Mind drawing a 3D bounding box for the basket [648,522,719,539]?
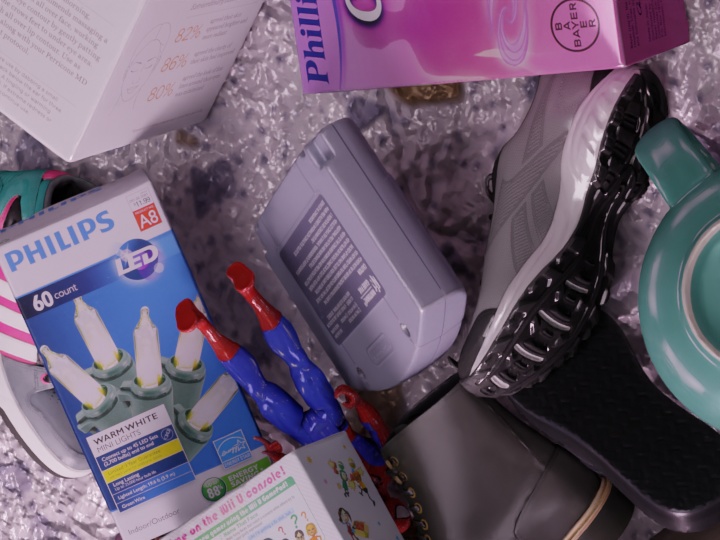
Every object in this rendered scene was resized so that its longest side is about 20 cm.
[{"bbox_3d":[0.198,0.204,1.430,0.200,0.136,0.181,-50,51,23],"label":"basket"}]

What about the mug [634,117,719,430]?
[{"bbox_3d":[0.207,0.011,1.358,0.185,0.114,0.153,19,90,21],"label":"mug"}]

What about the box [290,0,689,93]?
[{"bbox_3d":[0.062,-0.196,1.426,0.199,0.097,0.177,-2,101,30],"label":"box"}]

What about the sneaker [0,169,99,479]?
[{"bbox_3d":[-0.176,0.024,1.626,0.121,0.084,0.201,-19,92,41],"label":"sneaker"}]

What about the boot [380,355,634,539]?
[{"bbox_3d":[0.040,0.157,1.493,0.138,0.077,0.200,42,98,-6],"label":"boot"}]

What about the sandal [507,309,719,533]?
[{"bbox_3d":[0.139,0.086,1.439,0.200,0.075,0.048,49,164,46],"label":"sandal"}]

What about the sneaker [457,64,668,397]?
[{"bbox_3d":[0.100,-0.024,1.444,0.079,0.074,0.201,20,84,37],"label":"sneaker"}]

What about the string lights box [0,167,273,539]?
[{"bbox_3d":[-0.135,0.052,1.556,0.102,0.059,0.201,-24,104,-4],"label":"string lights box"}]

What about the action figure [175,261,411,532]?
[{"bbox_3d":[-0.030,0.086,1.538,0.065,0.052,0.200,-38,119,2],"label":"action figure"}]

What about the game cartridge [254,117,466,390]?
[{"bbox_3d":[0.000,0.000,1.481,0.133,0.041,0.200,61,163,6],"label":"game cartridge"}]

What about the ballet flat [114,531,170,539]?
[{"bbox_3d":[-0.066,0.166,1.570,0.199,0.069,0.071,-5,60,24],"label":"ballet flat"}]

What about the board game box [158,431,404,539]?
[{"bbox_3d":[-0.026,0.215,1.470,0.147,0.064,0.200,-34,81,30],"label":"board game box"}]

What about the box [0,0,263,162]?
[{"bbox_3d":[-0.127,-0.183,1.502,0.106,0.152,0.200,36,116,17],"label":"box"}]
